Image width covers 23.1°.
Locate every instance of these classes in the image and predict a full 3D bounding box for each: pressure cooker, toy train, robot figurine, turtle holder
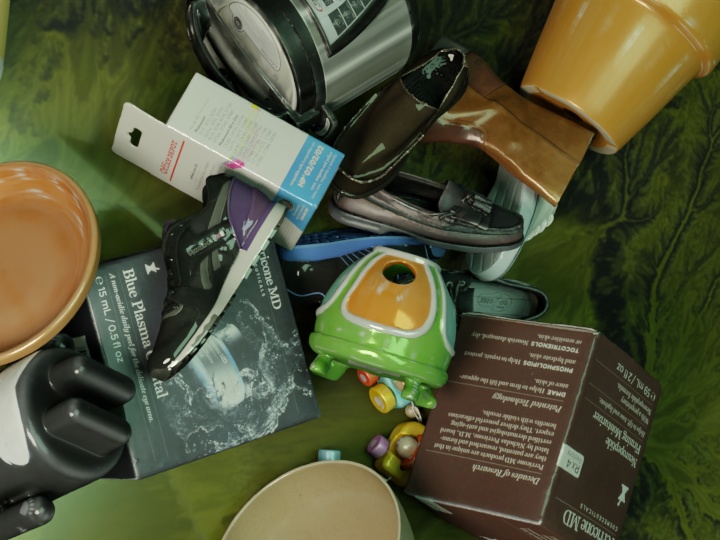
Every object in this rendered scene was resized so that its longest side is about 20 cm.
[{"bbox_3d":[-0.063,-0.227,1.697,0.200,0.176,0.179,-33,129,-26],"label":"pressure cooker"},{"bbox_3d":[0.014,0.154,1.770,0.150,0.056,0.201,12,80,-28],"label":"toy train"},{"bbox_3d":[-0.282,0.141,1.528,0.125,0.200,0.150,58,35,-8],"label":"robot figurine"},{"bbox_3d":[0.035,0.054,1.677,0.185,0.141,0.132,25,80,-58],"label":"turtle holder"}]

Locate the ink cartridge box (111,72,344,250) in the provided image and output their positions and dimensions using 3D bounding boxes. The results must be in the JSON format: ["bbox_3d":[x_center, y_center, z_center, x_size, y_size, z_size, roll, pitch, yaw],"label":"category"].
[{"bbox_3d":[-0.127,-0.111,1.658,0.200,0.115,0.068,29,65,-3],"label":"ink cartridge box"}]

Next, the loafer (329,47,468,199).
[{"bbox_3d":[0.035,-0.155,1.727,0.073,0.071,0.200,37,68,6],"label":"loafer"}]

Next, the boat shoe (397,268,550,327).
[{"bbox_3d":[0.109,0.035,1.826,0.199,0.066,0.075,8,83,-28],"label":"boat shoe"}]

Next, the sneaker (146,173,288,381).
[{"bbox_3d":[-0.151,0.003,1.565,0.087,0.076,0.200,33,64,-5],"label":"sneaker"}]

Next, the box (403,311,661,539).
[{"bbox_3d":[0.176,0.169,1.768,0.166,0.164,0.200,36,67,-49],"label":"box"}]

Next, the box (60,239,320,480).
[{"bbox_3d":[-0.168,0.073,1.643,0.200,0.117,0.197,-17,93,-30],"label":"box"}]

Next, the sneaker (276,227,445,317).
[{"bbox_3d":[0.000,0.000,1.776,0.200,0.070,0.078,-6,105,-31],"label":"sneaker"}]

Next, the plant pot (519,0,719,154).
[{"bbox_3d":[0.270,-0.233,1.880,0.200,0.200,0.183,37,83,-21],"label":"plant pot"}]

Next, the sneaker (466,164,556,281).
[{"bbox_3d":[0.173,-0.064,1.854,0.071,0.073,0.200,42,57,-30],"label":"sneaker"}]

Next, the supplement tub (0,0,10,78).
[{"bbox_3d":[-0.379,-0.231,1.539,0.145,0.145,0.201,9,82,-28],"label":"supplement tub"}]

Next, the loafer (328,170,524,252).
[{"bbox_3d":[0.069,-0.066,1.757,0.199,0.072,0.063,10,121,1],"label":"loafer"}]

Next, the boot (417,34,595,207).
[{"bbox_3d":[0.120,-0.125,1.815,0.200,0.069,0.188,36,55,4],"label":"boot"}]

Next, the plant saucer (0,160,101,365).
[{"bbox_3d":[-0.316,-0.002,1.550,0.200,0.200,0.037,-64,153,-18],"label":"plant saucer"}]

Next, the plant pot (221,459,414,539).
[{"bbox_3d":[-0.023,0.300,1.676,0.201,0.200,0.135,-56,135,-21],"label":"plant pot"}]
